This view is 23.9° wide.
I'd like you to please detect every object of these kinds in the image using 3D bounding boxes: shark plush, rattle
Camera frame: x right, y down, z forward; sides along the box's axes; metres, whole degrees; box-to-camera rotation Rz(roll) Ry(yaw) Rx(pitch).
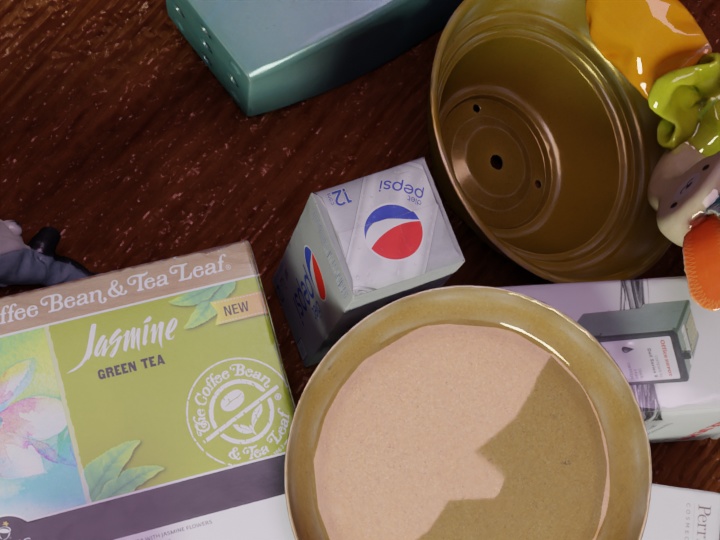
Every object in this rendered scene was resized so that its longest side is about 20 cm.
[{"bbox_3d":[-0.254,-0.008,1.025,0.200,0.083,0.091,1,31,-34],"label":"shark plush"},{"bbox_3d":[0.183,-0.086,0.976,0.143,0.130,0.200,56,41,-20],"label":"rattle"}]

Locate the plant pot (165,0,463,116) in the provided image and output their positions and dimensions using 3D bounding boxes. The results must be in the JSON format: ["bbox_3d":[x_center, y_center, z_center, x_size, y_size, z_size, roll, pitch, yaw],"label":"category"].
[{"bbox_3d":[-0.019,-0.198,1.065,0.200,0.141,0.141,-36,84,-10],"label":"plant pot"}]

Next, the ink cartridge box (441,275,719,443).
[{"bbox_3d":[0.133,0.060,1.021,0.200,0.146,0.084,-3,77,-10],"label":"ink cartridge box"}]

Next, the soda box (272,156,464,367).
[{"bbox_3d":[0.000,0.000,0.985,0.068,0.200,0.064,-19,80,-14],"label":"soda box"}]

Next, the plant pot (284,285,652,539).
[{"bbox_3d":[0.057,0.109,0.913,0.200,0.027,0.200,1,85,-8],"label":"plant pot"}]

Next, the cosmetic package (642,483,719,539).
[{"bbox_3d":[0.110,0.174,1.028,0.200,0.071,0.102,8,76,-7],"label":"cosmetic package"}]

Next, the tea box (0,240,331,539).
[{"bbox_3d":[-0.139,0.110,0.972,0.200,0.134,0.197,-14,77,-12],"label":"tea box"}]

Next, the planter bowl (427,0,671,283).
[{"bbox_3d":[0.106,-0.078,1.067,0.200,0.083,0.201,9,73,-30],"label":"planter bowl"}]
